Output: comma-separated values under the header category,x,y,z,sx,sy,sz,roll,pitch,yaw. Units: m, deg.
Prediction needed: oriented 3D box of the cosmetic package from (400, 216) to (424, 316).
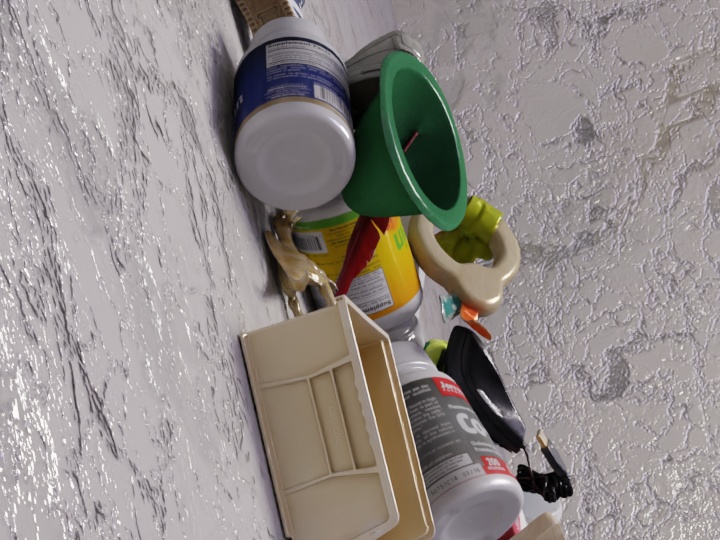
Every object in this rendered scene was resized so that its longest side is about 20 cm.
category,x,y,z,sx,sy,sz,roll,pitch,yaw
cosmetic package,0.035,0.032,1.935,0.151,0.051,0.201,32,67,-82

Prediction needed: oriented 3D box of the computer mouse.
category,x,y,z,sx,sy,sz,roll,pitch,yaw
computer mouse,0.141,0.153,1.749,0.201,0.046,0.140,64,-15,-10

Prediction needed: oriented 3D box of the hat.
category,x,y,z,sx,sy,sz,roll,pitch,yaw
hat,-0.009,-0.087,1.652,0.165,0.175,0.201,27,51,-56

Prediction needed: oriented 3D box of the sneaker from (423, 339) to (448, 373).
category,x,y,z,sx,sy,sz,roll,pitch,yaw
sneaker,0.063,0.170,1.844,0.084,0.074,0.201,22,-82,64

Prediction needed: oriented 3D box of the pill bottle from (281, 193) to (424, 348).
category,x,y,z,sx,sy,sz,roll,pitch,yaw
pill bottle,0.000,0.000,1.780,0.111,0.111,0.201,-89,162,-66

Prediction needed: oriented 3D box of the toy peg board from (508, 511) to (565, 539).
category,x,y,z,sx,sy,sz,roll,pitch,yaw
toy peg board,0.154,0.373,1.727,0.098,0.199,0.200,48,-9,35

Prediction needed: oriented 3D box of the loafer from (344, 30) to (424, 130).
category,x,y,z,sx,sy,sz,roll,pitch,yaw
loafer,-0.019,-0.165,1.733,0.070,0.200,0.070,37,38,-25

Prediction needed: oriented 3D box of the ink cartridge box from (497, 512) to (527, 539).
category,x,y,z,sx,sy,sz,roll,pitch,yaw
ink cartridge box,0.106,0.297,1.815,0.200,0.146,0.083,66,12,-45

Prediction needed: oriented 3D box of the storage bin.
category,x,y,z,sx,sy,sz,roll,pitch,yaw
storage bin,-0.013,0.144,1.449,0.200,0.093,0.199,47,28,-75

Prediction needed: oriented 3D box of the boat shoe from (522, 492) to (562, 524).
category,x,y,z,sx,sy,sz,roll,pitch,yaw
boat shoe,0.131,0.273,1.919,0.072,0.199,0.066,-52,135,-54

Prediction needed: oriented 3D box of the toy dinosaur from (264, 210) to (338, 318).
category,x,y,z,sx,sy,sz,roll,pitch,yaw
toy dinosaur,-0.059,0.008,1.617,0.101,0.058,0.200,55,7,-22

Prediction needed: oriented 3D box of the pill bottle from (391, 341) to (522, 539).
category,x,y,z,sx,sy,sz,roll,pitch,yaw
pill bottle,0.065,0.171,1.696,0.200,0.114,0.114,59,-3,37

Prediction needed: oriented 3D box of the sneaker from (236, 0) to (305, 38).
category,x,y,z,sx,sy,sz,roll,pitch,yaw
sneaker,-0.083,-0.245,1.840,0.108,0.070,0.201,-15,87,-81

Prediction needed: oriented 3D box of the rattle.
category,x,y,z,sx,sy,sz,roll,pitch,yaw
rattle,0.089,0.024,1.821,0.130,0.143,0.201,24,44,-32

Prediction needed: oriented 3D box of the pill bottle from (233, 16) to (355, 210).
category,x,y,z,sx,sy,sz,roll,pitch,yaw
pill bottle,-0.064,-0.154,1.628,0.200,0.111,0.111,-95,167,-54

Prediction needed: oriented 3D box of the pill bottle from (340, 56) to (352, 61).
category,x,y,z,sx,sy,sz,roll,pitch,yaw
pill bottle,-0.004,-0.156,2.070,0.200,0.113,0.114,60,16,-61
